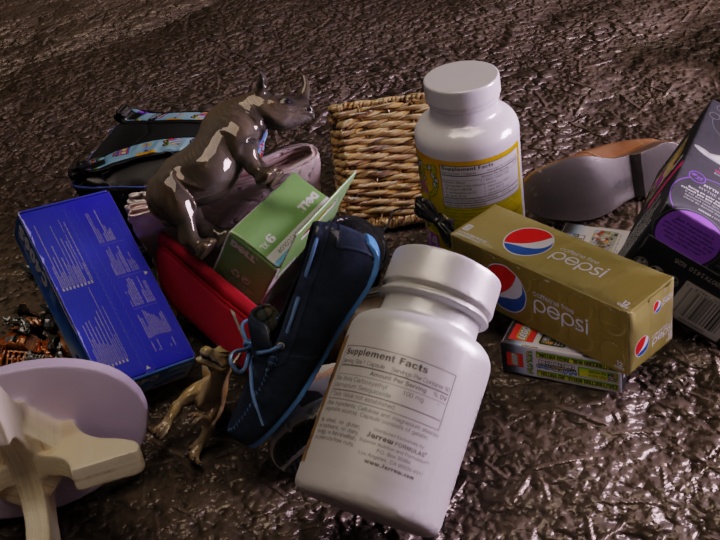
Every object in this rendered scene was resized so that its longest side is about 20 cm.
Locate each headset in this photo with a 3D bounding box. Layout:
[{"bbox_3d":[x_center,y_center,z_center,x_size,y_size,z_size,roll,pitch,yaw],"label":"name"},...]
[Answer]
[{"bbox_3d":[0.000,0.000,0.998,0.200,0.124,0.094,-40,82,-15],"label":"headset"}]

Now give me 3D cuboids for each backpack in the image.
[{"bbox_3d":[-0.199,-0.104,1.178,0.200,0.135,0.183,-3,34,12],"label":"backpack"}]

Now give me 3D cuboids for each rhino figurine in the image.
[{"bbox_3d":[-0.113,-0.107,0.942,0.087,0.060,0.200,38,76,4],"label":"rhino figurine"}]

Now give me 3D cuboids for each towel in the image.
[{"bbox_3d":[-0.132,-0.057,1.062,0.191,0.200,0.032,-16,73,-7],"label":"towel"}]

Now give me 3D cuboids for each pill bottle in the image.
[{"bbox_3d":[0.110,-0.103,1.040,0.104,0.200,0.104,-7,34,5],"label":"pill bottle"},{"bbox_3d":[0.035,0.088,0.786,0.114,0.114,0.200,11,72,28],"label":"pill bottle"}]

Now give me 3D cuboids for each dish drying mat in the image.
[{"bbox_3d":[-0.135,0.036,0.955,0.018,0.077,0.200,-22,39,-32],"label":"dish drying mat"}]

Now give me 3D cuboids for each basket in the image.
[{"bbox_3d":[0.068,-0.126,1.207,0.200,0.149,0.143,-8,1,3],"label":"basket"}]

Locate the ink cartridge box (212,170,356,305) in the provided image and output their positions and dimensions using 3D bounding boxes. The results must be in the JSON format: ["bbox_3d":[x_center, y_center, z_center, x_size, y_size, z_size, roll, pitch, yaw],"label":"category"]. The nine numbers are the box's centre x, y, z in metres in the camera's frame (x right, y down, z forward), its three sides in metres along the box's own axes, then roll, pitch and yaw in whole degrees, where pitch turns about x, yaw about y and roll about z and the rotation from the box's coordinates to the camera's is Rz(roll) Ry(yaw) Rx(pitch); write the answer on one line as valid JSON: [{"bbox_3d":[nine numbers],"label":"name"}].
[{"bbox_3d":[-0.083,-0.022,0.974,0.059,0.200,0.104,38,51,5],"label":"ink cartridge box"}]

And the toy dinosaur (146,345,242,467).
[{"bbox_3d":[-0.134,0.113,0.902,0.058,0.200,0.101,36,75,-3],"label":"toy dinosaur"}]

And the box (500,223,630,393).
[{"bbox_3d":[0.216,0.028,0.969,0.110,0.035,0.200,9,39,26],"label":"box"}]

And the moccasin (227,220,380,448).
[{"bbox_3d":[-0.060,0.046,0.825,0.068,0.200,0.080,27,11,-17],"label":"moccasin"}]

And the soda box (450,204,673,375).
[{"bbox_3d":[0.173,0.012,0.911,0.064,0.068,0.200,-32,40,-30],"label":"soda box"}]

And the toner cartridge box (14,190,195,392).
[{"bbox_3d":[-0.244,0.023,0.985,0.095,0.043,0.200,-19,68,-31],"label":"toner cartridge box"}]

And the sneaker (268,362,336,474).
[{"bbox_3d":[0.005,0.098,0.890,0.200,0.074,0.080,-20,33,-14],"label":"sneaker"}]

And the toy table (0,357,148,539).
[{"bbox_3d":[-0.265,0.153,0.811,0.200,0.184,0.117,-27,19,-4],"label":"toy table"}]

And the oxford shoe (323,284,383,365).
[{"bbox_3d":[0.005,0.063,0.945,0.200,0.073,0.084,-25,52,-10],"label":"oxford shoe"}]

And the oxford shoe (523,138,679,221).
[{"bbox_3d":[0.251,-0.101,1.128,0.200,0.071,0.071,-13,23,-22],"label":"oxford shoe"}]

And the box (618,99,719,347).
[{"bbox_3d":[0.327,-0.048,0.953,0.122,0.106,0.200,32,45,7],"label":"box"}]

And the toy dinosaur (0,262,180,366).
[{"bbox_3d":[-0.285,0.066,1.020,0.200,0.102,0.136,3,42,-27],"label":"toy dinosaur"}]
